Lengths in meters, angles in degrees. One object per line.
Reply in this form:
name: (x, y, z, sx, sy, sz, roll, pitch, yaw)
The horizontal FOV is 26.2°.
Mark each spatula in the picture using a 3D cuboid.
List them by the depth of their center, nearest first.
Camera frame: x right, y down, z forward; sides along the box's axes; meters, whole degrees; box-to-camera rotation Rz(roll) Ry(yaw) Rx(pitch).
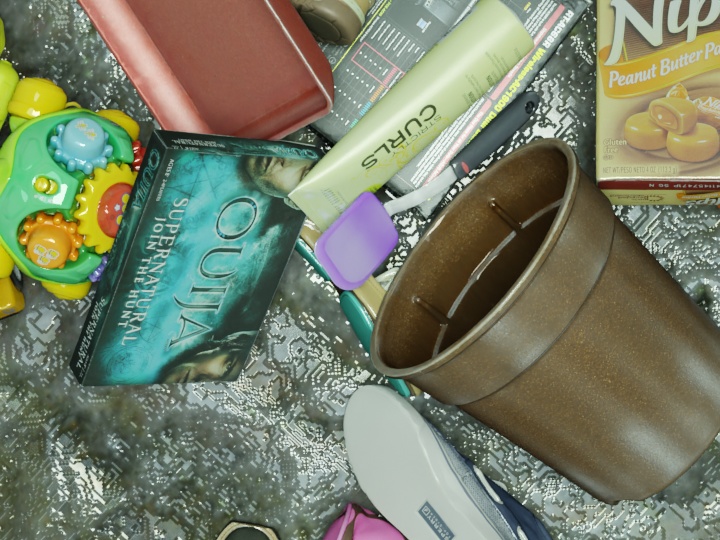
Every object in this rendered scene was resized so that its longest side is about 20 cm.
spatula: (0.052, -0.061, 1.096, 0.200, 0.021, 0.057, -38, 126, -6)

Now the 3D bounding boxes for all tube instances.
tube: (0.035, -0.106, 1.083, 0.200, 0.052, 0.058, -43, 113, 0)

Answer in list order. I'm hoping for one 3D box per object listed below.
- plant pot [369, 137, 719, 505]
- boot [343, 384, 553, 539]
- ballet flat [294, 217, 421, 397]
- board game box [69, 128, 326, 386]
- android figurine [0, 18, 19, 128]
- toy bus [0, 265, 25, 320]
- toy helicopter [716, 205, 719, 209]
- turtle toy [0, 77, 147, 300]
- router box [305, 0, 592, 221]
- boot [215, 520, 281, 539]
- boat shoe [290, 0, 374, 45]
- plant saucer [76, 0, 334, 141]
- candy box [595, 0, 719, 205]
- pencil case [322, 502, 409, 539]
plant pot: (0.144, 0.047, 1.077, 0.198, 0.200, 0.201, 39, 93, -19)
boot: (0.068, 0.169, 1.155, 0.073, 0.090, 0.200, -47, 62, 26)
ballet flat: (0.000, 0.000, 1.150, 0.063, 0.069, 0.200, -37, 91, -11)
board game box: (-0.114, -0.004, 1.094, 0.135, 0.028, 0.201, 1, 126, -37)
android figurine: (-0.331, -0.143, 1.103, 0.181, 0.041, 0.201, 22, 78, 6)
toy bus: (-0.309, -0.058, 1.143, 0.065, 0.078, 0.201, -19, 76, 3)
toy helicopter: (0.298, -0.099, 1.140, 0.132, 0.079, 0.200, -38, 79, 10)
turtle toy: (-0.183, -0.045, 1.110, 0.101, 0.199, 0.147, 15, 87, 39)
router box: (0.051, -0.160, 1.142, 0.150, 0.062, 0.200, 38, 93, 1)
boot: (-0.096, 0.293, 1.126, 0.077, 0.138, 0.202, 6, 91, 2)
boat shoe: (-0.069, -0.220, 1.122, 0.199, 0.072, 0.076, 21, 75, 28)
plant saucer: (-0.113, -0.178, 1.092, 0.037, 0.200, 0.200, -40, 101, -33)
candy box: (0.225, -0.148, 1.103, 0.115, 0.055, 0.201, 0, 73, 8)
pencil case: (0.054, 0.257, 1.142, 0.199, 0.094, 0.091, 29, 93, 0)
